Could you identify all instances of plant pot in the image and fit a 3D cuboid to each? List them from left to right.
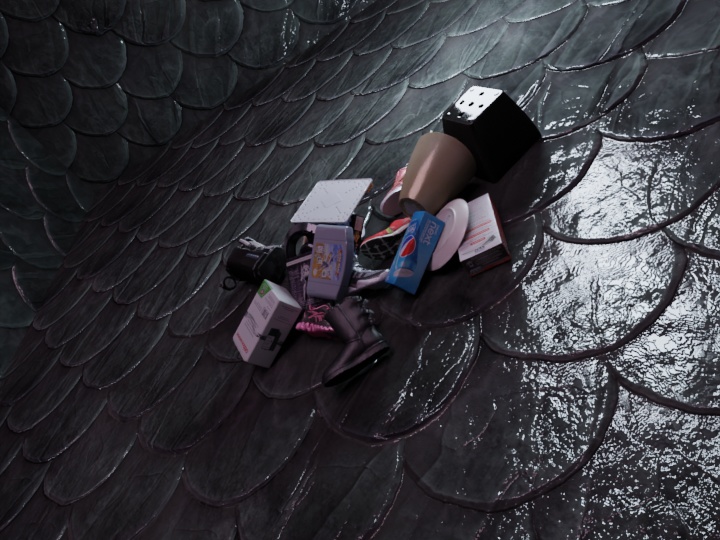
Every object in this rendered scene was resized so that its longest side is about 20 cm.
[{"bbox_3d":[0.190,-0.237,1.589,0.186,0.188,0.201,7,55,46],"label":"plant pot"},{"bbox_3d":[0.346,-0.395,1.627,0.200,0.178,0.200,-45,36,-6],"label":"plant pot"}]

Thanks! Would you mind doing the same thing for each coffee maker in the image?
[{"bbox_3d":[-0.343,-0.002,1.910,0.199,0.134,0.194,15,85,51],"label":"coffee maker"}]

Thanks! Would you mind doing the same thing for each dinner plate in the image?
[{"bbox_3d":[0.209,-0.096,1.492,0.200,0.024,0.202,-50,26,34],"label":"dinner plate"}]

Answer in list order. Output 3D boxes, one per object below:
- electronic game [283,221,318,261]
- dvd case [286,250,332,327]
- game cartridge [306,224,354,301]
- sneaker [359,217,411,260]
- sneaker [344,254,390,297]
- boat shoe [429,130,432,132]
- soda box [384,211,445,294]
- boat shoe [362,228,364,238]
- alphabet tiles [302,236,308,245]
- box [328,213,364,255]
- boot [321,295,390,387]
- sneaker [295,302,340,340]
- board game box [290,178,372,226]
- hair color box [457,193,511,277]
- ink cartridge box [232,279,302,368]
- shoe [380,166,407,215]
[{"bbox_3d":[-0.142,-0.045,1.701,0.198,0.202,0.042,-10,16,36],"label":"electronic game"},{"bbox_3d":[-0.145,0.049,1.651,0.147,0.016,0.203,-17,75,34],"label":"dvd case"},{"bbox_3d":[-0.079,-0.022,1.577,0.132,0.041,0.203,6,87,44],"label":"game cartridge"},{"bbox_3d":[0.092,-0.097,1.643,0.198,0.078,0.085,-22,33,7],"label":"sneaker"},{"bbox_3d":[0.000,0.000,1.574,0.198,0.075,0.115,-19,75,33],"label":"sneaker"},{"bbox_3d":[0.233,-0.379,1.814,0.059,0.073,0.201,12,33,0],"label":"boat shoe"},{"bbox_3d":[0.137,-0.046,1.478,0.202,0.067,0.064,-67,21,-5],"label":"soda box"},{"bbox_3d":[-0.040,-0.144,1.823,0.057,0.068,0.201,-64,33,30],"label":"boat shoe"},{"bbox_3d":[-0.169,-0.119,1.834,0.201,0.014,0.197,-88,12,-47],"label":"alphabet tiles"},{"bbox_3d":[-0.080,-0.091,1.749,0.199,0.046,0.161,9,87,47],"label":"box"},{"bbox_3d":[-0.039,0.167,1.416,0.197,0.073,0.163,-33,66,0],"label":"boot"},{"bbox_3d":[-0.088,0.129,1.543,0.198,0.079,0.096,2,63,42],"label":"sneaker"},{"bbox_3d":[-0.082,-0.200,1.725,0.198,0.026,0.201,2,46,31],"label":"board game box"},{"bbox_3d":[0.296,-0.091,1.444,0.110,0.064,0.201,-25,36,22],"label":"hair color box"},{"bbox_3d":[-0.266,0.151,1.641,0.201,0.083,0.147,-59,35,8],"label":"ink cartridge box"},{"bbox_3d":[0.125,-0.246,1.769,0.200,0.072,0.091,-41,34,-9],"label":"shoe"}]
